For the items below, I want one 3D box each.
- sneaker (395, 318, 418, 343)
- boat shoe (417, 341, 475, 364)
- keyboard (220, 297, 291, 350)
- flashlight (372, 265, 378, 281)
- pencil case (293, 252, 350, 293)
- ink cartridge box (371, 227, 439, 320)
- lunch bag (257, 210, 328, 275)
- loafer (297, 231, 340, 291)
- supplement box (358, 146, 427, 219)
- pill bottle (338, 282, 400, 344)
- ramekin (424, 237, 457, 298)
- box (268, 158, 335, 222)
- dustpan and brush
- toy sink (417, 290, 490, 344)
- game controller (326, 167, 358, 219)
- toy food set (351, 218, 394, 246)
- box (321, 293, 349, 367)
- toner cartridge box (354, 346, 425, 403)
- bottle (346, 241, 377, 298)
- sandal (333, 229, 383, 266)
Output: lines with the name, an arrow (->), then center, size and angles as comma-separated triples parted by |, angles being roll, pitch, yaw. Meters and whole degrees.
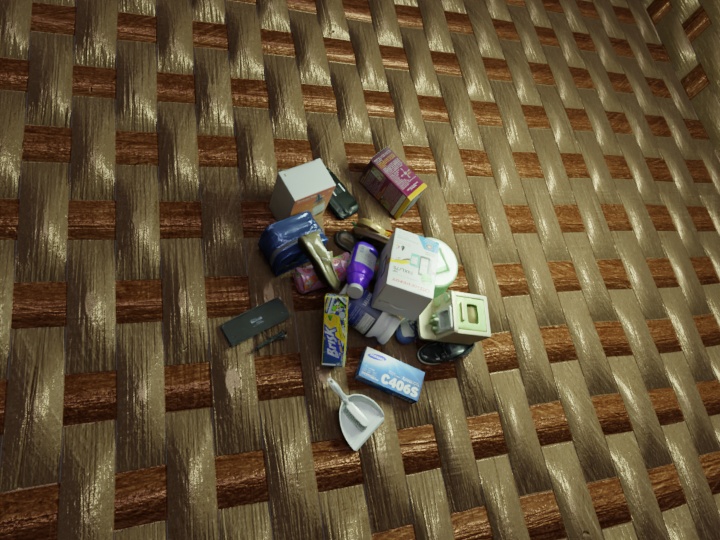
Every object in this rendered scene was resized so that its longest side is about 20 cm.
sneaker -> 0.193, 0.153, 1.636 | 0.199, 0.088, 0.076 | -36, 83, -28
boat shoe -> 0.277, 0.249, 1.633 | 0.197, 0.066, 0.075 | -1, 67, -20
keyboard -> -0.290, 0.167, 1.499 | 0.198, 0.021, 0.128 | -26, 71, -26
flashlight -> 0.073, 0.042, 1.661 | 0.199, 0.068, 0.068 | 41, 33, -3
pencil case -> -0.108, 0.005, 1.601 | 0.198, 0.088, 0.088 | -20, 74, -26
ink cartridge box -> 0.132, 0.014, 1.523 | 0.145, 0.146, 0.202 | 17, 56, -8
lunch bag -> -0.196, -0.078, 1.577 | 0.199, 0.136, 0.133 | -26, 77, -29
loafer -> -0.106, -0.027, 1.505 | 0.067, 0.076, 0.201 | -39, 117, -19
supplement box -> 0.110, -0.300, 1.791 | 0.200, 0.131, 0.103 | 46, 59, 4
pill bottle -> 0.016, 0.129, 1.569 | 0.199, 0.116, 0.116 | 36, 60, -2
ramekin -> 0.225, -0.010, 1.715 | 0.197, 0.098, 0.203 | 7, 64, -16
box -> -0.185, -0.230, 1.614 | 0.151, 0.200, 0.107 | -25, 76, -26
dustpan and brush -> -0.030, 0.387, 1.465 | 0.200, 0.057, 0.139 | 47, 61, 5
toy sink -> 0.283, 0.141, 1.567 | 0.198, 0.112, 0.132 | 10, 66, -26
game controller -> -0.091, -0.264, 1.762 | 0.104, 0.042, 0.201 | -31, 80, -43
toy food set -> 0.064, -0.114, 1.663 | 0.198, 0.198, 0.049 | 21, 90, -13
box -> -0.072, 0.171, 1.488 | 0.069, 0.064, 0.203 | 3, 95, 2
toner cartridge box -> 0.089, 0.314, 1.551 | 0.198, 0.043, 0.096 | 24, 60, -7
bottle -> 0.000, 0.000, 1.538 | 0.083, 0.065, 0.201 | 30, 39, -14
sandal -> 0.008, -0.079, 1.696 | 0.198, 0.055, 0.082 | 31, 60, -4
